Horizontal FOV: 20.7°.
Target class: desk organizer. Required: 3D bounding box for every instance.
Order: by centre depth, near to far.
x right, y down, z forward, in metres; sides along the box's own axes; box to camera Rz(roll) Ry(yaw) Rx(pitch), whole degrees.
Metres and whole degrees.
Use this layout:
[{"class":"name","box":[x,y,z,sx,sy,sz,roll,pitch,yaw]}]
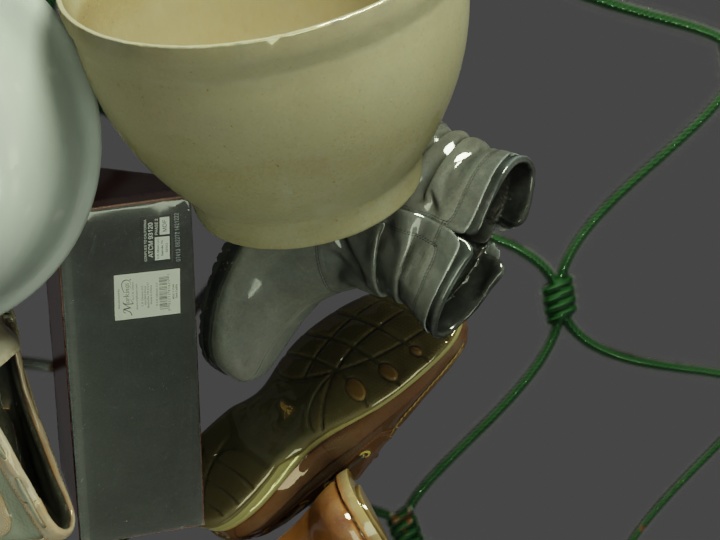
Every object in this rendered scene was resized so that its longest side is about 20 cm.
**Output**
[{"class":"desk organizer","box":[-0.131,0.040,1.068,0.071,0.077,0.202,-8,118,-16]}]

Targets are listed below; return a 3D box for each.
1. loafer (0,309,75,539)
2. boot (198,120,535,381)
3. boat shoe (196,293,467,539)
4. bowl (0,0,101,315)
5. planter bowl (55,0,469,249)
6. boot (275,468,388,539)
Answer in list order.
[{"class":"loafer","box":[-0.197,0.055,1.040,0.062,0.072,0.202,-1,114,25]},{"class":"boot","box":[0.000,0.000,1.055,0.070,0.131,0.201,1,122,-55]},{"class":"boat shoe","box":[-0.017,0.084,1.142,0.200,0.072,0.068,-40,142,8]},{"class":"bowl","box":[-0.228,-0.057,0.934,0.199,0.090,0.203,0,101,3]},{"class":"planter bowl","box":[-0.036,-0.097,0.963,0.198,0.201,0.136,-18,123,-10]},{"class":"boot","box":[-0.060,0.186,1.126,0.154,0.200,0.077,-22,78,-13]}]
